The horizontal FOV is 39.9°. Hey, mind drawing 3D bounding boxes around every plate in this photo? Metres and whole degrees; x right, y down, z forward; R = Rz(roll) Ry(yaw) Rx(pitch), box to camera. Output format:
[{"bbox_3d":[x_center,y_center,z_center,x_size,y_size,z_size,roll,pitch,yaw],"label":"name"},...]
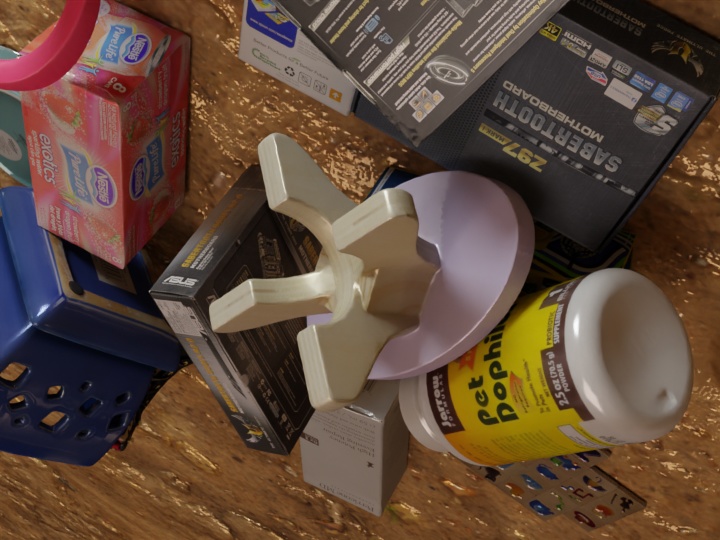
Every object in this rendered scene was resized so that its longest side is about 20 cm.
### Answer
[{"bbox_3d":[-0.325,-0.131,0.967,0.200,0.026,0.200,21,144,16],"label":"plate"}]

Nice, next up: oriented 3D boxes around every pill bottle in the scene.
[{"bbox_3d":[0.116,0.074,0.677,0.109,0.109,0.200,45,144,-16],"label":"pill bottle"}]

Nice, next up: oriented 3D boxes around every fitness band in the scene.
[{"bbox_3d":[-0.267,-0.220,0.716,0.200,0.037,0.144,43,103,14],"label":"fitness band"}]

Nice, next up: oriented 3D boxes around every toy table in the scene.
[{"bbox_3d":[0.000,0.000,0.651,0.117,0.184,0.200,7,140,-44],"label":"toy table"}]

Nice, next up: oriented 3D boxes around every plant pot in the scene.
[{"bbox_3d":[-0.297,0.047,0.953,0.180,0.200,0.200,-41,142,17],"label":"plant pot"}]

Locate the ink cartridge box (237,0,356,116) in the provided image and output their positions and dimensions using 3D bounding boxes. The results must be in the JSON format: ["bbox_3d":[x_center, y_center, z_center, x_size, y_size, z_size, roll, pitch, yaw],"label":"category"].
[{"bbox_3d":[-0.025,-0.195,0.643,0.095,0.037,0.200,29,147,8],"label":"ink cartridge box"}]

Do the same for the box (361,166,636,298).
[{"bbox_3d":[0.097,-0.011,0.742,0.200,0.064,0.070,17,142,21],"label":"box"}]

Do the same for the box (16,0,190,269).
[{"bbox_3d":[-0.210,-0.111,0.825,0.095,0.103,0.200,27,141,9],"label":"box"}]

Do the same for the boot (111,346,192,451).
[{"bbox_3d":[-0.230,0.117,1.072,0.200,0.151,0.073,-6,137,44],"label":"boot"}]

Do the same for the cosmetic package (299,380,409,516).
[{"bbox_3d":[-0.006,0.166,1.029,0.102,0.074,0.200,21,142,18],"label":"cosmetic package"}]

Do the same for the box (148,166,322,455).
[{"bbox_3d":[-0.080,0.036,0.856,0.048,0.159,0.200,5,137,31],"label":"box"}]

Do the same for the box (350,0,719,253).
[{"bbox_3d":[0.103,-0.115,0.623,0.200,0.051,0.158,31,146,5],"label":"box"}]

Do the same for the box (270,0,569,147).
[{"bbox_3d":[0.043,-0.188,0.522,0.160,0.044,0.200,44,125,-5],"label":"box"}]

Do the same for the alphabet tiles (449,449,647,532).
[{"bbox_3d":[0.171,0.187,0.970,0.200,0.008,0.167,35,145,-3],"label":"alphabet tiles"}]
